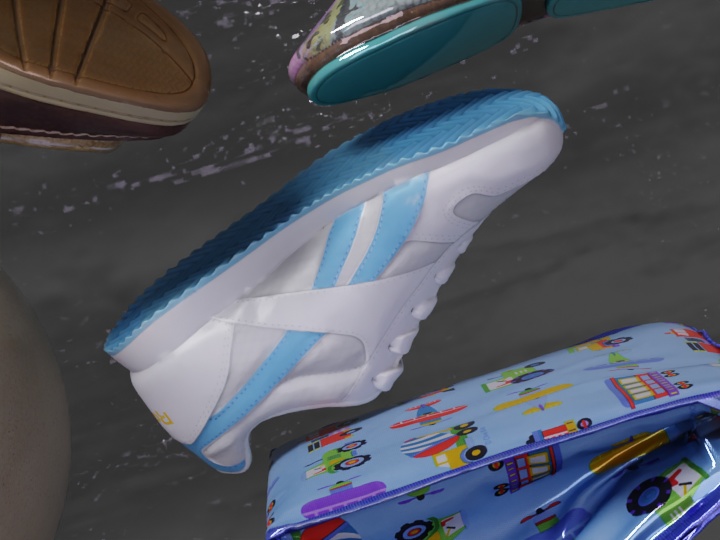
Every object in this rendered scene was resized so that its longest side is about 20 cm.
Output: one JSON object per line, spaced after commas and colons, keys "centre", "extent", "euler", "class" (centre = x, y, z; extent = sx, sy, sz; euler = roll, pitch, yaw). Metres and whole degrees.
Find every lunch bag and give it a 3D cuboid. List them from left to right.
{"centre": [0.070, 0.072, 0.716], "extent": [0.199, 0.151, 0.094], "euler": [-29, 96, 1], "class": "lunch bag"}

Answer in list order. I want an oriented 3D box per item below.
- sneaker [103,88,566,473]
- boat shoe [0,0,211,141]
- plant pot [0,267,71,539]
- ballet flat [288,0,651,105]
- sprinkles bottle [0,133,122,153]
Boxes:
{"centre": [0.000, 0.000, 0.750], "extent": [0.199, 0.077, 0.081], "euler": [-34, 104, 7], "class": "sneaker"}
{"centre": [-0.154, -0.076, 0.675], "extent": [0.199, 0.072, 0.072], "euler": [11, 136, -14], "class": "boat shoe"}
{"centre": [-0.202, 0.052, 0.679], "extent": [0.199, 0.135, 0.202], "euler": [3, 75, -10], "class": "plant pot"}
{"centre": [0.060, -0.124, 0.745], "extent": [0.199, 0.069, 0.072], "euler": [-18, 78, -5], "class": "ballet flat"}
{"centre": [-0.114, -0.148, 0.728], "extent": [0.068, 0.068, 0.201], "euler": [6, 95, -3], "class": "sprinkles bottle"}
